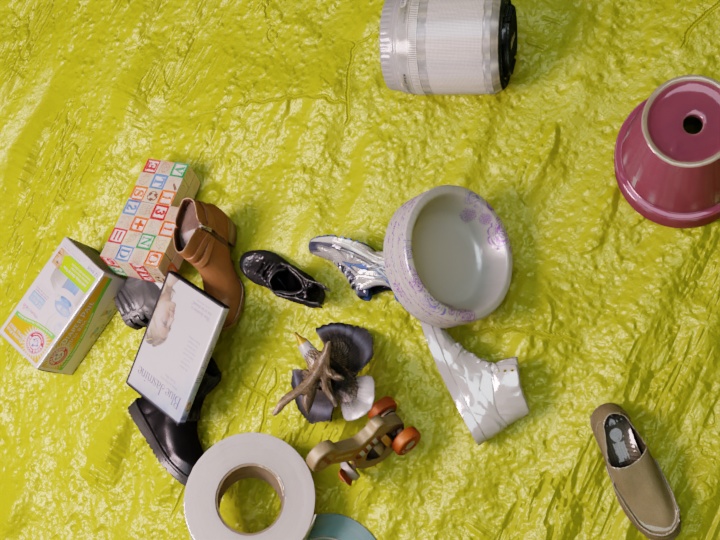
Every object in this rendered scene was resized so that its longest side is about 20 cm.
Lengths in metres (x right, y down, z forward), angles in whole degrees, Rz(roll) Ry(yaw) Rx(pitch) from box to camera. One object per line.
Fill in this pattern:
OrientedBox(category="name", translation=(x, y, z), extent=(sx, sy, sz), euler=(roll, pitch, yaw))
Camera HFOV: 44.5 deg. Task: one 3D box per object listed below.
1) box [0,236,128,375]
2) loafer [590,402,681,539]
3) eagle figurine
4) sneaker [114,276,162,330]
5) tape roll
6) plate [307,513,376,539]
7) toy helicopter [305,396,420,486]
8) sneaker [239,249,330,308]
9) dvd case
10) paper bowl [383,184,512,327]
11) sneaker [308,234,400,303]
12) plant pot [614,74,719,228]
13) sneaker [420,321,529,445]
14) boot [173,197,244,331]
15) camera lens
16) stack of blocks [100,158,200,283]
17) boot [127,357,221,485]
OrientedBox(category="box", translation=(-0.504, 0.065, 1.518), extent=(0.112, 0.101, 0.201), euler=(36, 90, 21))
OrientedBox(category="loafer", translation=(0.378, 0.280, 1.223), extent=(0.075, 0.067, 0.203), euler=(-30, 72, 9))
OrientedBox(category="eagle figurine", translation=(-0.051, 0.150, 1.324), extent=(0.148, 0.200, 0.154), euler=(-9, 83, 5))
OrientedBox(category="sneaker", translation=(-0.338, 0.076, 1.485), extent=(0.199, 0.071, 0.100), euler=(41, 94, 26))
OrientedBox(category="tape roll", translation=(-0.165, 0.353, 1.330), extent=(0.198, 0.071, 0.206), euler=(3, 62, -5))
OrientedBox(category="plate", translation=(-0.051, 0.475, 1.336), extent=(0.196, 0.026, 0.205), euler=(-3, 78, 16))
OrientedBox(category="toy helicopter", translation=(-0.012, 0.264, 1.281), extent=(0.079, 0.198, 0.133), euler=(48, 117, 29))
OrientedBox(category="sneaker", translation=(-0.126, 0.010, 1.413), extent=(0.197, 0.104, 0.061), euler=(26, 87, 20))
OrientedBox(category="dvd case", translation=(-0.292, 0.120, 1.392), extent=(0.141, 0.017, 0.203), euler=(27, 99, 33))
OrientedBox(category="paper bowl", translation=(0.122, -0.017, 1.314), extent=(0.197, 0.104, 0.205), euler=(7, 76, -28))
OrientedBox(category="sneaker", translation=(0.000, 0.000, 1.394), extent=(0.196, 0.077, 0.087), euler=(17, 88, 20))
OrientedBox(category="plant pot", translation=(0.456, -0.179, 1.237), extent=(0.196, 0.179, 0.205), euler=(-4, 76, 16))
OrientedBox(category="sneaker", translation=(0.177, 0.142, 1.316), extent=(0.114, 0.074, 0.203), euler=(-29, 81, 6))
OrientedBox(category="boot", translation=(-0.252, -0.011, 1.428), extent=(0.072, 0.155, 0.205), euler=(-9, 76, 14))
OrientedBox(category="camera lens", translation=(0.142, -0.358, 1.379), extent=(0.196, 0.160, 0.164), euler=(3, 79, 17))
OrientedBox(category="stack of blocks", translation=(-0.341, -0.085, 1.491), extent=(0.113, 0.059, 0.203), euler=(10, 63, 18))
OrientedBox(category="boot", translation=(-0.271, 0.234, 1.423), extent=(0.158, 0.079, 0.211), euler=(-45, 70, 4))
